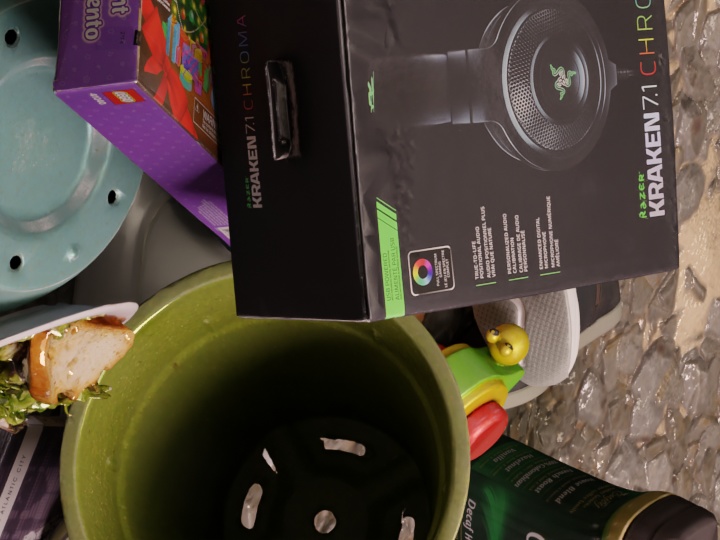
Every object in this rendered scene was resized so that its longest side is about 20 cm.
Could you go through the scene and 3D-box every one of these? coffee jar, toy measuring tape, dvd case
[{"bbox_3d":[0.138,0.179,1.376,0.085,0.199,0.105,-22,118,-45],"label":"coffee jar"},{"bbox_3d":[0.028,0.107,1.285,0.200,0.074,0.073,-48,141,8],"label":"toy measuring tape"},{"bbox_3d":[-0.143,0.147,1.145,0.199,0.016,0.150,6,112,-52],"label":"dvd case"}]

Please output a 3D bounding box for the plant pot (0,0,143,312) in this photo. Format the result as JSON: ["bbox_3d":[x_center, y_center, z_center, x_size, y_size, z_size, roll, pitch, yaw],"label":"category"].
[{"bbox_3d":[-0.189,-0.068,0.926,0.200,0.160,0.202,-21,119,-46],"label":"plant pot"}]

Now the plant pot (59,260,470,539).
[{"bbox_3d":[-0.034,0.115,1.091,0.190,0.199,0.201,62,52,-73],"label":"plant pot"}]

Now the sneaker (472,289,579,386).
[{"bbox_3d":[0.103,-0.029,1.326,0.080,0.070,0.202,-10,84,-58],"label":"sneaker"}]

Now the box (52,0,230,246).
[{"bbox_3d":[-0.072,-0.106,0.918,0.200,0.039,0.138,44,43,-66],"label":"box"}]

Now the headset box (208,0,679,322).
[{"bbox_3d":[0.032,-0.075,0.900,0.199,0.092,0.176,-7,95,-39],"label":"headset box"}]

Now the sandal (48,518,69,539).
[{"bbox_3d":[-0.125,0.200,1.139,0.079,0.057,0.202,-23,126,-40],"label":"sandal"}]

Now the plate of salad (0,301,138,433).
[{"bbox_3d":[-0.188,0.065,0.959,0.199,0.200,0.048,-21,85,-45],"label":"plate of salad"}]

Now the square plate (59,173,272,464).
[{"bbox_3d":[-0.083,0.024,1.193,0.197,0.028,0.202,-4,105,-50],"label":"square plate"}]

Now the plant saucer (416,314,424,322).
[{"bbox_3d":[0.000,0.000,1.246,0.200,0.032,0.202,-39,135,-53],"label":"plant saucer"}]

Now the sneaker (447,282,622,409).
[{"bbox_3d":[0.100,0.013,1.387,0.200,0.074,0.107,-35,122,-49],"label":"sneaker"}]

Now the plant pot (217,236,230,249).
[{"bbox_3d":[0.032,-0.073,1.082,0.199,0.161,0.202,-10,109,-33],"label":"plant pot"}]
